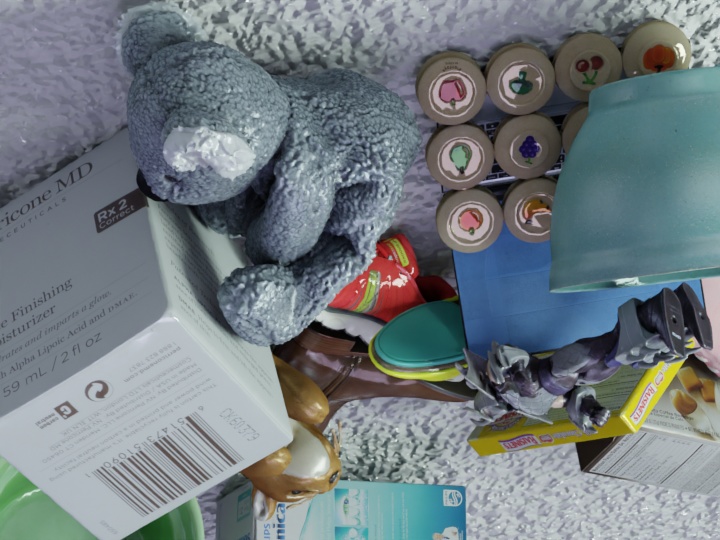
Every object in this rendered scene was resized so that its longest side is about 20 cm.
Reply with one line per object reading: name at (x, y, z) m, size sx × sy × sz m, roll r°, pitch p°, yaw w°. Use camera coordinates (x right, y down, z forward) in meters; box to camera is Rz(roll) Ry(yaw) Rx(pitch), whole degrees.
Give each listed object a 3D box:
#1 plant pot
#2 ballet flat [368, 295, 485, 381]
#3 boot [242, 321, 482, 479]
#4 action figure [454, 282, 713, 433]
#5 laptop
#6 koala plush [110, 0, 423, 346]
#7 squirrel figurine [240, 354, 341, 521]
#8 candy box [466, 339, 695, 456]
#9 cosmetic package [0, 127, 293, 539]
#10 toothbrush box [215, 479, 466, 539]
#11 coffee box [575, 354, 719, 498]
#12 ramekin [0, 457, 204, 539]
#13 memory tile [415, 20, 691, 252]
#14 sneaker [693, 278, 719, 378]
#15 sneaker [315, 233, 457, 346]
plant pot at (0.219, -0.063, 1.293) m, size 0.198 × 0.136 × 0.200 m, roll -6°, pitch 176°, yaw 0°
ballet flat at (0.087, 0.050, 1.502) m, size 0.199 × 0.067 × 0.067 m, roll -27°, pitch 147°, yaw -31°
boot at (-0.017, 0.118, 1.623) m, size 0.185 × 0.065 × 0.200 m, roll 22°, pitch 131°, yaw -16°
action figure at (0.156, 0.073, 1.408) m, size 0.199 × 0.070 × 0.130 m, roll -28°, pitch 153°, yaw 31°
laptop at (0.157, -0.049, 1.406) m, size 0.185 × 0.117 × 0.201 m, roll -9°, pitch 143°, yaw -1°
koala plush at (-0.079, -0.087, 1.277) m, size 0.183 × 0.178 × 0.200 m, roll -39°, pitch 134°, yaw 17°
squirrel figurine at (-0.107, 0.113, 1.522) m, size 0.199 × 0.142 × 0.187 m, roll 6°, pitch 152°, yaw 38°
candy box at (0.175, 0.099, 1.552) m, size 0.026 × 0.102 × 0.199 m, roll 47°, pitch 149°, yaw -17°
cosmetic package at (-0.170, 0.046, 1.360) m, size 0.164 × 0.201 × 0.165 m, roll -31°, pitch 133°, yaw 10°
toothbrush box at (-0.020, 0.241, 1.727) m, size 0.198 × 0.086 × 0.146 m, roll 3°, pitch 164°, yaw -17°
coffee box at (0.281, 0.122, 1.653) m, size 0.198 × 0.115 × 0.080 m, roll 14°, pitch 138°, yaw -25°
ramekin at (-0.239, 0.236, 1.626) m, size 0.198 × 0.202 × 0.098 m, roll 8°, pitch 147°, yaw -21°
memory tile at (0.144, -0.093, 1.371) m, size 0.198 × 0.017 × 0.155 m, roll -9°, pitch 114°, yaw -1°
sneaker at (0.268, 0.033, 1.570) m, size 0.104 × 0.076 × 0.201 m, roll -13°, pitch 139°, yaw 7°
sneaker at (0.000, 0.000, 1.488) m, size 0.085 × 0.077 × 0.199 m, roll -47°, pitch 136°, yaw 15°
